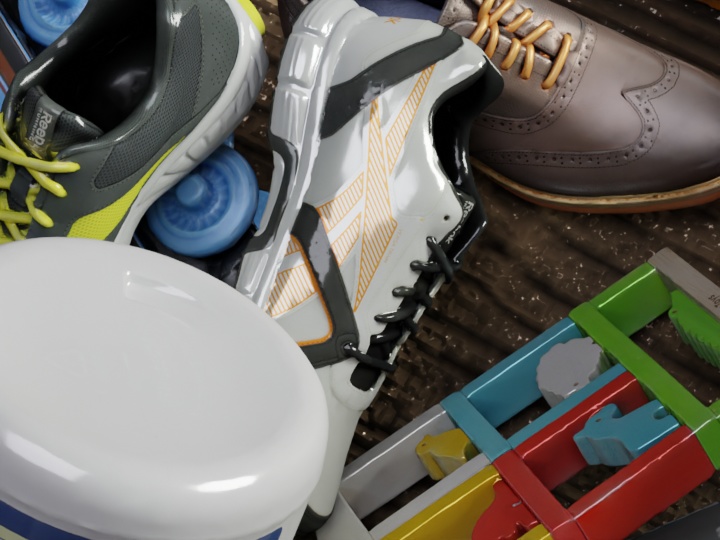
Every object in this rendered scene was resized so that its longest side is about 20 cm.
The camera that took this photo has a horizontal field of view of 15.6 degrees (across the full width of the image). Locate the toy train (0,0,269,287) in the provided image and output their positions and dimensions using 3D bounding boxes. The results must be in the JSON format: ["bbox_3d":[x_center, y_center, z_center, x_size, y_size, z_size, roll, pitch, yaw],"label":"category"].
[{"bbox_3d":[-0.108,-0.040,1.044,0.114,0.087,0.200,-35,67,2],"label":"toy train"}]

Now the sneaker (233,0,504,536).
[{"bbox_3d":[0.000,0.000,0.965,0.080,0.074,0.201,10,89,17],"label":"sneaker"}]

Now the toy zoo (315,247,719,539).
[{"bbox_3d":[0.058,0.072,0.957,0.200,0.020,0.131,-34,23,-4],"label":"toy zoo"}]

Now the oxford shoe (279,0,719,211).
[{"bbox_3d":[0.058,-0.076,1.023,0.199,0.073,0.072,15,72,16],"label":"oxford shoe"}]

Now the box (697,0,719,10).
[{"bbox_3d":[0.190,-0.196,1.073,0.119,0.041,0.201,18,75,17],"label":"box"}]

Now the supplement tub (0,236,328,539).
[{"bbox_3d":[-0.106,0.106,0.907,0.145,0.145,0.201,35,123,21],"label":"supplement tub"}]

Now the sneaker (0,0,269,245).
[{"bbox_3d":[-0.116,-0.031,0.955,0.074,0.085,0.200,32,88,21],"label":"sneaker"}]

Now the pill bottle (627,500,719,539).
[{"bbox_3d":[0.141,0.134,0.911,0.199,0.114,0.114,-24,66,1],"label":"pill bottle"}]
